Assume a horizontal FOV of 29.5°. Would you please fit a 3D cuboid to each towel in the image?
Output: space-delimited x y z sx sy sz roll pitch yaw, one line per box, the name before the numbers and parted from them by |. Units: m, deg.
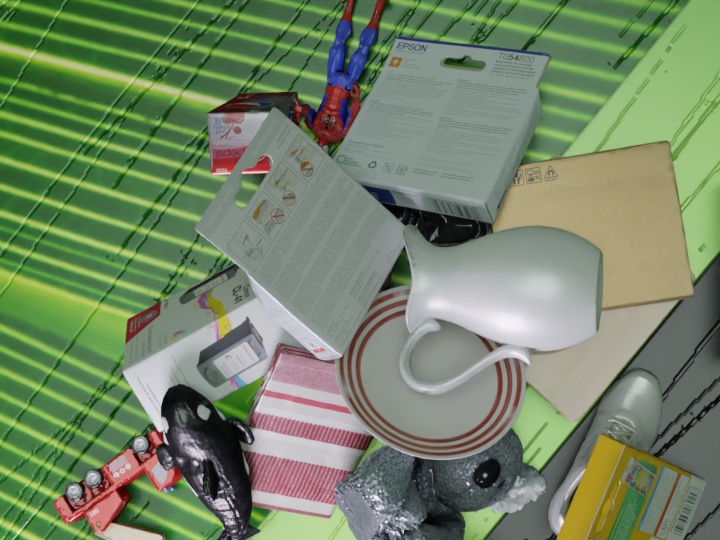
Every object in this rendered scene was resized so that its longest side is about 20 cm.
towel | -0.057 0.172 1.436 0.142 0.023 0.202 15 118 -22

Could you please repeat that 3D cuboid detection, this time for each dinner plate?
dinner plate | 0.070 0.104 1.390 0.197 0.024 0.203 4 56 -6

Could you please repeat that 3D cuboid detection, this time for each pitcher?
pitcher | 0.137 0.041 1.356 0.197 0.121 0.174 2 78 14

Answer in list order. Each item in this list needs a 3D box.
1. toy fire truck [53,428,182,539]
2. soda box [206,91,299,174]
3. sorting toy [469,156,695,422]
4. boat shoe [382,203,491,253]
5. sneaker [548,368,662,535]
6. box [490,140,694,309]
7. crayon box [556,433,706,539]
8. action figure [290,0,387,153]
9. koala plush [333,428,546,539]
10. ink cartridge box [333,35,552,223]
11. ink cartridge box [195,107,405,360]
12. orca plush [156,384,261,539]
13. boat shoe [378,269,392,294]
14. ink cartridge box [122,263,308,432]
toy fire truck | -0.262 0.282 1.504 0.199 0.049 0.142 -35 83 1
soda box | -0.111 -0.147 1.445 0.069 0.200 0.064 -1 102 6
sorting toy | 0.217 0.021 1.466 0.198 0.070 0.201 41 90 7
boat shoe | 0.045 -0.058 1.491 0.197 0.066 0.071 15 87 7
sneaker | 0.264 0.197 1.443 0.070 0.080 0.202 27 87 9
box | 0.235 -0.039 1.422 0.197 0.021 0.166 -9 84 5
crayon box | 0.268 0.243 1.382 0.051 0.199 0.127 22 86 40
action figure | -0.023 -0.219 1.499 0.064 0.099 0.203 15 90 7
koala plush | 0.090 0.223 1.434 0.199 0.184 0.178 -38 95 -18
ink cartridge box | 0.088 -0.154 1.459 0.197 0.041 0.202 12 62 30
ink cartridge box | -0.061 -0.034 1.358 0.200 0.050 0.163 40 63 -19
orca plush | -0.159 0.217 1.391 0.103 0.071 0.203 -1 118 4
boat shoe | 0.000 0.000 1.460 0.199 0.072 0.073 39 101 -9
ink cartridge box | -0.147 0.065 1.453 0.198 0.148 0.086 -30 110 3
